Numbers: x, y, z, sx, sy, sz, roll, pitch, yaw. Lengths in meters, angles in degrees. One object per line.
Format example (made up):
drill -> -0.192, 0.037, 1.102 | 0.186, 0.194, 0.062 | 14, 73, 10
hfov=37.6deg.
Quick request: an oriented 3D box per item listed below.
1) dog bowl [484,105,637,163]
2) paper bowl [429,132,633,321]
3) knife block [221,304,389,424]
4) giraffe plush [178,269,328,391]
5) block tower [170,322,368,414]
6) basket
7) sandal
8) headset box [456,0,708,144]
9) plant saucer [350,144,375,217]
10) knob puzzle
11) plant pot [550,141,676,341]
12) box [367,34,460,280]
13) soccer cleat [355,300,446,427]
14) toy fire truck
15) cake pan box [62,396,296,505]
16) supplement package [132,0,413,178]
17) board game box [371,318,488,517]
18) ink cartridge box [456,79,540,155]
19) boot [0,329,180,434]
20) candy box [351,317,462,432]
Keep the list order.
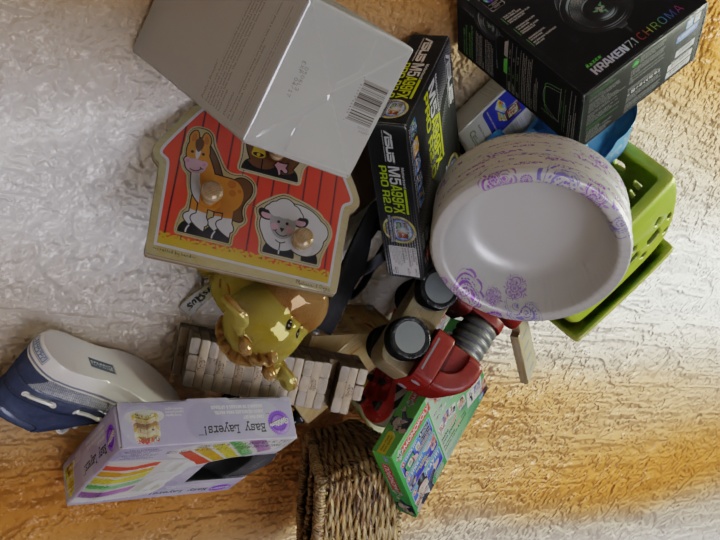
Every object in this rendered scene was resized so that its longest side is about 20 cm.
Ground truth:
dog bowl -> 0.222, -0.138, 1.186 | 0.200, 0.111, 0.050 | -40, 147, -9
paper bowl -> 0.172, -0.052, 1.072 | 0.199, 0.105, 0.202 | 5, 132, 5
knife block -> -0.062, 0.130, 1.227 | 0.199, 0.064, 0.177 | 0, 121, -41
giraffe plush -> -0.095, 0.017, 1.013 | 0.172, 0.162, 0.201 | 23, 113, -32
block tower -> -0.096, 0.105, 1.114 | 0.199, 0.058, 0.054 | 12, 99, -14
basket -> -0.044, 0.297, 1.301 | 0.148, 0.142, 0.202 | -12, 116, -40
sandal -> 0.000, 0.001, 1.121 | 0.201, 0.043, 0.076 | -68, -176, -47
headset box -> 0.218, -0.255, 1.086 | 0.174, 0.200, 0.093 | -36, 153, -14
plant saucer -> -0.029, -0.125, 1.092 | 0.199, 0.029, 0.201 | -23, 134, -27
knob puzzle -> -0.092, -0.089, 0.964 | 0.219, 0.221, 0.030 | -23, 168, -26
plant pot -> 0.251, -0.047, 1.272 | 0.200, 0.199, 0.182 | -42, 143, -6
box -> 0.060, -0.117, 1.100 | 0.161, 0.044, 0.201 | -63, 154, -43
soccer cleat -> 0.066, 0.100, 1.291 | 0.085, 0.068, 0.201 | 29, 83, -42
toy fire truck -> 0.126, 0.079, 1.196 | 0.199, 0.129, 0.177 | 35, 72, -7
cake pan box -> -0.186, 0.185, 1.090 | 0.199, 0.053, 0.184 | 2, 154, -34
supplement package -> -0.077, -0.183, 0.874 | 0.119, 0.200, 0.122 | 14, 110, -45
board game box -> 0.088, 0.176, 1.268 | 0.200, 0.029, 0.135 | -55, 143, -30
ink cartridge box -> 0.191, -0.197, 1.218 | 0.200, 0.037, 0.095 | -42, 133, -4
boot -> -0.271, 0.126, 1.050 | 0.090, 0.073, 0.200 | -40, 139, 13
candy box -> 0.072, 0.119, 1.361 | 0.200, 0.026, 0.102 | -41, 138, -9
